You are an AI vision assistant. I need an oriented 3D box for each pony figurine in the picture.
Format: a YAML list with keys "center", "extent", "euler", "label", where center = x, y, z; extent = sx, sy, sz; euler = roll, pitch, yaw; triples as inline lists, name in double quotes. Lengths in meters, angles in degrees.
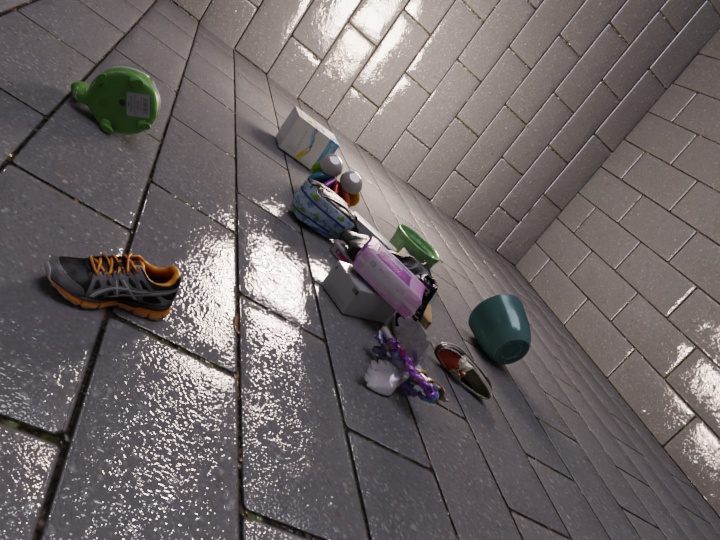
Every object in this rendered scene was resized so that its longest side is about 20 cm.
- center: [0.093, 0.194, 1.283]
  extent: [0.192, 0.168, 0.200]
  euler: [41, -1, -25]
  label: "pony figurine"

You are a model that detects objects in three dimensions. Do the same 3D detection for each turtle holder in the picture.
- center: [-0.536, -0.375, 1.335]
  extent: [0.133, 0.181, 0.144]
  euler: [-107, 175, -61]
  label: "turtle holder"

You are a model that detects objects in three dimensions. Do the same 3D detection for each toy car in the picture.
- center: [-0.101, -0.273, 2.024]
  extent: [0.199, 0.176, 0.151]
  euler: [41, 53, 1]
  label: "toy car"

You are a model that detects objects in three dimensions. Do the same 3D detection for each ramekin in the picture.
- center: [0.189, -0.069, 2.205]
  extent: [0.198, 0.098, 0.201]
  euler: [37, 17, -13]
  label: "ramekin"

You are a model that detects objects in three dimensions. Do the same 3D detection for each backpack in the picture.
- center: [-0.114, -0.183, 1.777]
  extent: [0.165, 0.152, 0.201]
  euler: [58, 2, 34]
  label: "backpack"

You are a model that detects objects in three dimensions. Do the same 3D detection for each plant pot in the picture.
- center: [0.475, 0.209, 1.995]
  extent: [0.198, 0.200, 0.164]
  euler: [28, 32, -34]
  label: "plant pot"

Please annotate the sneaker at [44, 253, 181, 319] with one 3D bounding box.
- center: [-0.346, 0.008, 0.855]
  extent: [0.198, 0.078, 0.079]
  euler: [18, 29, -50]
  label: "sneaker"

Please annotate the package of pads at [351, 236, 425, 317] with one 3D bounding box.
- center: [0.072, 0.017, 1.486]
  extent: [0.200, 0.076, 0.121]
  euler: [44, 18, -4]
  label: "package of pads"

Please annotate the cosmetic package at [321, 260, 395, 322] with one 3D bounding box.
- center: [0.006, 0.056, 1.514]
  extent: [0.198, 0.082, 0.113]
  euler: [17, 28, -51]
  label: "cosmetic package"

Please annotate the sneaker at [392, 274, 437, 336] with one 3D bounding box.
- center: [0.147, 0.085, 1.582]
  extent: [0.072, 0.113, 0.202]
  euler: [29, 45, -5]
  label: "sneaker"

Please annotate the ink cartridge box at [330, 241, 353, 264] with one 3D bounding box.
- center: [0.000, 0.000, 1.720]
  extent: [0.200, 0.037, 0.094]
  euler: [48, 17, 28]
  label: "ink cartridge box"

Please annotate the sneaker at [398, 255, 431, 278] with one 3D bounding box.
- center: [0.115, -0.001, 1.693]
  extent: [0.194, 0.067, 0.093]
  euler: [6, 61, -19]
  label: "sneaker"

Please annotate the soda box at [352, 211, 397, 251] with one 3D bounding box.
- center: [0.028, -0.107, 2.001]
  extent: [0.199, 0.064, 0.068]
  euler: [42, 16, 4]
  label: "soda box"

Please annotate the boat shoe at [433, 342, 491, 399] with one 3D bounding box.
- center: [0.277, 0.270, 1.607]
  extent: [0.199, 0.071, 0.063]
  euler: [42, 18, -13]
  label: "boat shoe"

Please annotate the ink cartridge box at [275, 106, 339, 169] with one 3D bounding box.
- center: [-0.208, -0.504, 2.329]
  extent: [0.197, 0.147, 0.148]
  euler: [31, 18, -27]
  label: "ink cartridge box"

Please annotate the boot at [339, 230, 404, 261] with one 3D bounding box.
- center: [0.040, -0.062, 1.752]
  extent: [0.195, 0.069, 0.132]
  euler: [17, 25, -25]
  label: "boot"

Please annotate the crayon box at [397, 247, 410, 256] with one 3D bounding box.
- center: [0.152, 0.001, 1.997]
  extent: [0.127, 0.051, 0.200]
  euler: [51, 16, 0]
  label: "crayon box"

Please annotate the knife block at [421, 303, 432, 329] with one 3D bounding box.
- center: [0.121, 0.087, 1.722]
  extent: [0.174, 0.064, 0.201]
  euler: [38, 17, -7]
  label: "knife block"
